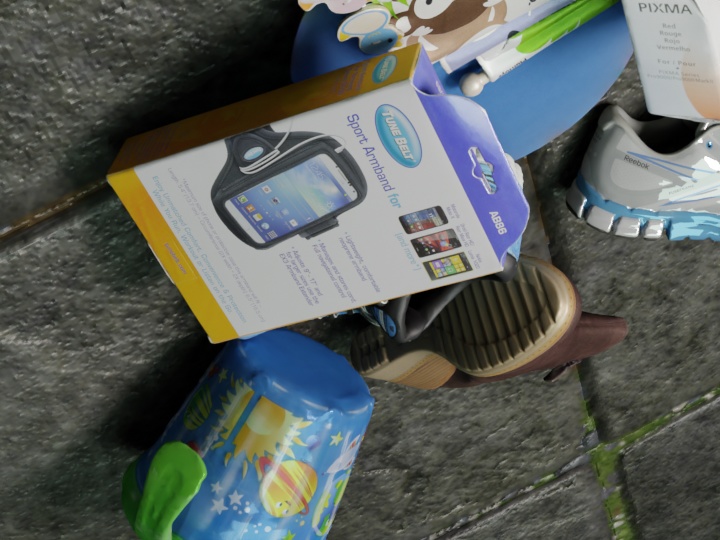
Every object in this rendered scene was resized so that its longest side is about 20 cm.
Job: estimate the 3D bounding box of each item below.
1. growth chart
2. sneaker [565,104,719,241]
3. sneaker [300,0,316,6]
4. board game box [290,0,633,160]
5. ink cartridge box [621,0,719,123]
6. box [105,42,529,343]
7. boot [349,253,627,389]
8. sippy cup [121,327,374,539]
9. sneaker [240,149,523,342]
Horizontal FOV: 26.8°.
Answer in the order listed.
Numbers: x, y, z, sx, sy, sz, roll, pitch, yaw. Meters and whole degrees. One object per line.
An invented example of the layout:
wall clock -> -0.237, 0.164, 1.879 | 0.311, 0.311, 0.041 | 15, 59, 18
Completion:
growth chart -> 0.057, -0.142, 0.718 | 0.144, 0.018, 0.200 | -34, 154, 17
sneaker -> 0.232, -0.062, 0.932 | 0.198, 0.075, 0.087 | 4, 119, -9
sneaker -> 0.009, -0.183, 0.693 | 0.199, 0.074, 0.119 | -1, 127, -17
board game box -> 0.052, -0.132, 0.806 | 0.158, 0.039, 0.200 | -36, 138, 18
ink cartridge box -> 0.165, -0.196, 0.722 | 0.050, 0.163, 0.200 | 10, 150, 24
box -> -0.016, -0.037, 0.770 | 0.199, 0.042, 0.120 | -15, 123, 22
boot -> 0.107, 0.030, 0.935 | 0.165, 0.073, 0.199 | -2, 169, -36
sippy cup -> -0.060, 0.110, 0.924 | 0.139, 0.178, 0.131 | 24, 109, -12
sneaker -> 0.000, 0.000, 0.845 | 0.199, 0.091, 0.078 | -22, 147, 23
